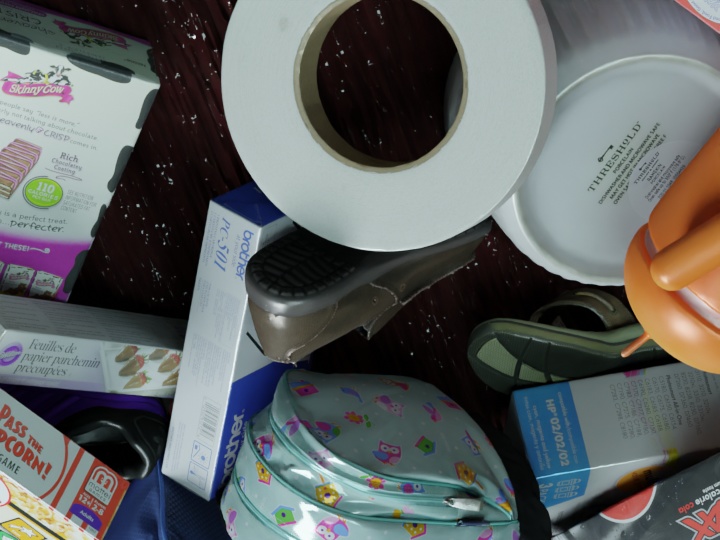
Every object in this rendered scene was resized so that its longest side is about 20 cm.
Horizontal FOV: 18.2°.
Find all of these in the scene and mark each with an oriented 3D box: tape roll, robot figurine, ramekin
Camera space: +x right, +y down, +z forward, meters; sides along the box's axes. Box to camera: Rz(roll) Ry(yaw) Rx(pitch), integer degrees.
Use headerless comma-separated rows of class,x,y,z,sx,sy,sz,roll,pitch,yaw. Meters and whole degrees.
tape roll,0.015,-0.113,1.313,0.201,0.037,0.204,3,99,18
robot figurine,0.230,-0.022,1.303,0.116,0.144,0.200,30,118,-11
ramekin,0.157,-0.086,1.384,0.199,0.105,0.201,-6,122,-9

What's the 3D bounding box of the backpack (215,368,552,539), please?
backpack,0.008,0.138,1.420,0.199,0.167,0.127,8,112,-34

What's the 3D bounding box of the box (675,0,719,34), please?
box,0.203,-0.205,1.254,0.094,0.200,0.103,-6,129,-48

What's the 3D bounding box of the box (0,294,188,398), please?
box,-0.167,0.048,1.378,0.199,0.041,0.039,9,118,-55

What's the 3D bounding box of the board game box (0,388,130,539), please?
board game box,-0.254,0.127,1.357,0.151,0.046,0.200,39,144,-20

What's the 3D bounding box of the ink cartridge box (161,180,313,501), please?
ink cartridge box,-0.067,0.039,1.417,0.094,0.044,0.201,-28,138,-50

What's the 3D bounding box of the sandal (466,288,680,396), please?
sandal,0.154,0.044,1.495,0.200,0.058,0.080,-1,153,-31

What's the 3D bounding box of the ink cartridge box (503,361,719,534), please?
ink cartridge box,0.200,0.117,1.515,0.198,0.068,0.115,-9,154,-6

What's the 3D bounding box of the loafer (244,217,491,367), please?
loafer,0.000,0.000,1.386,0.199,0.073,0.071,-22,138,-40

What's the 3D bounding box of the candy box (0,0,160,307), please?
candy box,-0.219,-0.061,1.344,0.136,0.061,0.201,16,118,-22

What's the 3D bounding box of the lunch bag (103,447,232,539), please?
lunch bag,-0.087,0.218,1.498,0.199,0.136,0.132,27,122,-23

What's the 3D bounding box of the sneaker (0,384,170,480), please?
sneaker,-0.219,0.112,1.426,0.199,0.100,0.070,-8,123,-4

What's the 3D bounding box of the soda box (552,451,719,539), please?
soda box,0.201,0.175,1.462,0.200,0.071,0.063,-33,164,35
